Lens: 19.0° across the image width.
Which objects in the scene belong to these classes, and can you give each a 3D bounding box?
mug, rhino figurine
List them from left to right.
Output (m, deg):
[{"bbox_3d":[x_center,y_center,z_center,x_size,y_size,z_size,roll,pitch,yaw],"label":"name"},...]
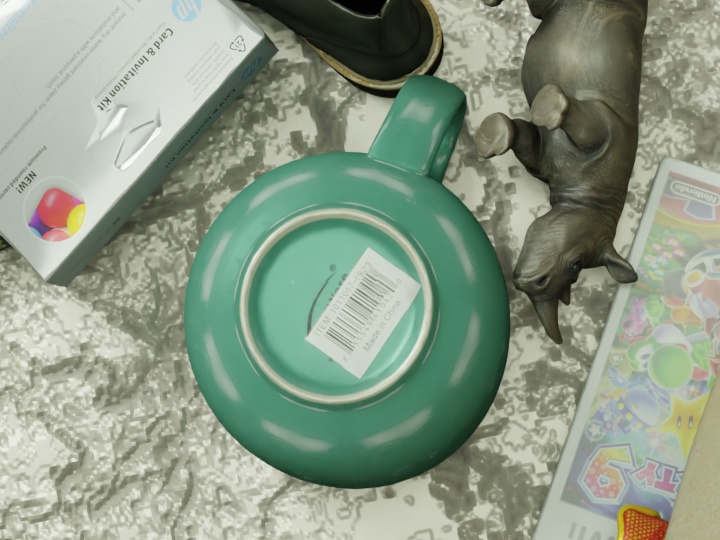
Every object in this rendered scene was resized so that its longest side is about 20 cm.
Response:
[{"bbox_3d":[-0.009,0.007,0.999,0.151,0.114,0.187,-12,82,3],"label":"mug"},{"bbox_3d":[0.100,-0.066,1.018,0.059,0.087,0.202,-3,82,40],"label":"rhino figurine"}]

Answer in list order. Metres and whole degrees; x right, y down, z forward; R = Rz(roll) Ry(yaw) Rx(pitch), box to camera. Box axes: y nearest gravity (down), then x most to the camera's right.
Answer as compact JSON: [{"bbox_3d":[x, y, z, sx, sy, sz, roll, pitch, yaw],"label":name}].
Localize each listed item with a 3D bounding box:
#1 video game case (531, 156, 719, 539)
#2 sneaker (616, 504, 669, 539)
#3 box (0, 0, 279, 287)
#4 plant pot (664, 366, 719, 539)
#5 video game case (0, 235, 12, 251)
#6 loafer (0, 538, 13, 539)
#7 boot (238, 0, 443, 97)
[{"bbox_3d":[0.179,0.062,1.025,0.142,0.018,0.201,19,85,7],"label":"video game case"},{"bbox_3d":[0.084,0.194,0.994,0.200,0.073,0.077,-48,65,2],"label":"sneaker"},{"bbox_3d":[-0.162,-0.118,1.025,0.200,0.041,0.156,43,93,10],"label":"box"},{"bbox_3d":[0.253,0.096,0.900,0.199,0.199,0.179,-12,68,45],"label":"plant pot"},{"bbox_3d":[-0.215,-0.103,1.071,0.180,0.036,0.201,-25,81,1],"label":"video game case"},{"bbox_3d":[-0.109,0.177,1.016,0.198,0.075,0.070,10,95,11],"label":"loafer"},{"bbox_3d":[-0.048,-0.167,1.013,0.199,0.138,0.078,30,87,9],"label":"boot"}]
